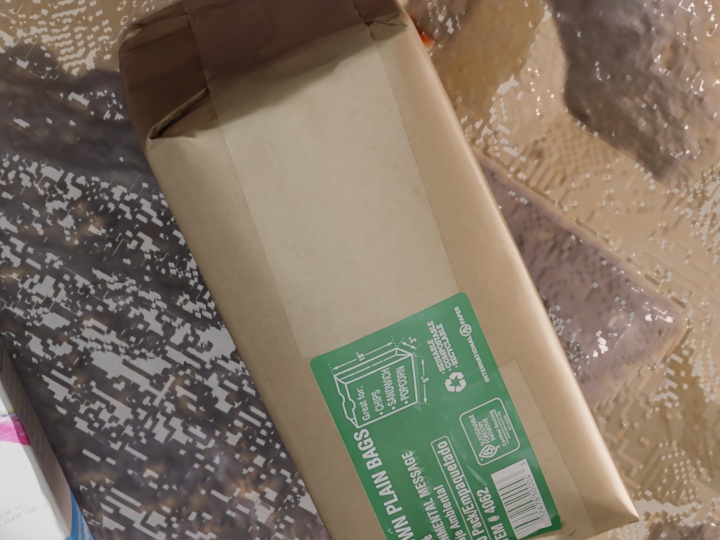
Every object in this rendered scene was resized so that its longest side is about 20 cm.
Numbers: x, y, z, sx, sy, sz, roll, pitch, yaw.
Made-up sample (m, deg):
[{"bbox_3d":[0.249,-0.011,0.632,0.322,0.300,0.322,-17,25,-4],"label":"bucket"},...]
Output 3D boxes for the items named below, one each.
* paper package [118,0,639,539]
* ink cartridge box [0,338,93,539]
[{"bbox_3d":[0.000,0.000,0.987,0.103,0.191,0.200,-25,106,0],"label":"paper package"},{"bbox_3d":[-0.186,0.058,1.042,0.115,0.068,0.200,-23,105,-1],"label":"ink cartridge box"}]
